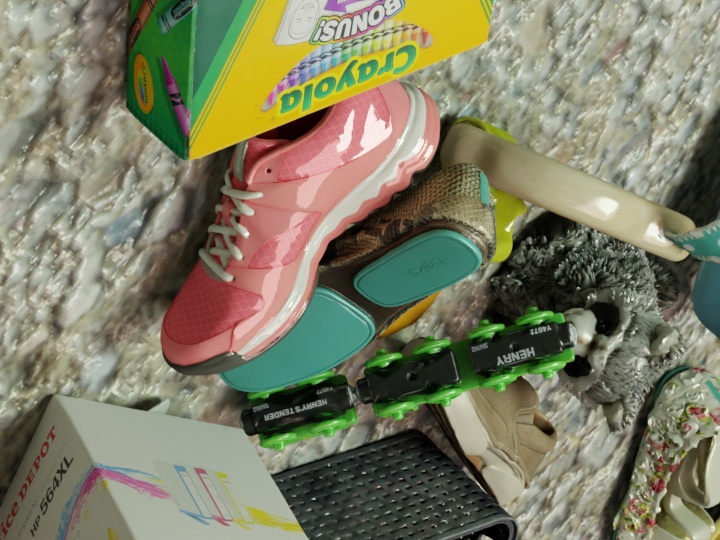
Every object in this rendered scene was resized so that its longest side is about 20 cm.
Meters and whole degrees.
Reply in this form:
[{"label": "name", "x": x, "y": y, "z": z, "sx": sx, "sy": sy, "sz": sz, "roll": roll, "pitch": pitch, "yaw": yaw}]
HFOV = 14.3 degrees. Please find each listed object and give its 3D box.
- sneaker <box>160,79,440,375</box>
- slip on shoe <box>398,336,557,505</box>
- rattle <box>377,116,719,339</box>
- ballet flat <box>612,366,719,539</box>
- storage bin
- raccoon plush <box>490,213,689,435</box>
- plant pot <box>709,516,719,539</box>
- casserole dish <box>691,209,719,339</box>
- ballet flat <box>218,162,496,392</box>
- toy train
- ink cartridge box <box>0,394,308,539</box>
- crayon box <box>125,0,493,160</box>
[{"label": "sneaker", "x": -0.051, "y": -0.037, "z": 1.525, "sx": 0.200, "sy": 0.074, "sz": 0.087, "roll": -50, "pitch": 130, "yaw": 0}, {"label": "slip on shoe", "x": 0.077, "y": 0.083, "z": 1.757, "sx": 0.061, "sy": 0.076, "sz": 0.200, "roll": -38, "pitch": 148, "yaw": -2}, {"label": "rattle", "x": 0.122, "y": 0.003, "z": 1.604, "sx": 0.130, "sy": 0.200, "sz": 0.143, "roll": 111, "pitch": 3, "yaw": -76}, {"label": "ballet flat", "x": 0.221, "y": 0.155, "z": 1.999, "sx": 0.076, "sy": 0.064, "sz": 0.200, "roll": -25, "pitch": 140, "yaw": -31}, {"label": "storage bin", "x": -0.016, "y": 0.195, "z": 1.754, "sx": 0.200, "sy": 0.094, "sz": 0.135, "roll": -14, "pitch": 134, "yaw": -38}, {"label": "raccoon plush", "x": 0.177, "y": 0.029, "z": 1.761, "sx": 0.200, "sy": 0.134, "sz": 0.097, "roll": -11, "pitch": 131, "yaw": -41}, {"label": "plant pot", "x": 0.345, "y": 0.253, "z": 2.125, "sx": 0.194, "sy": 0.195, "sz": 0.200, "roll": -48, "pitch": 167, "yaw": 0}, {"label": "casserole dish", "x": 0.262, "y": -0.042, "z": 1.836, "sx": 0.121, "sy": 0.039, "sz": 0.200, "roll": -21, "pitch": 133, "yaw": -63}, {"label": "ballet flat", "x": 0.000, "y": 0.000, "z": 1.580, "sx": 0.068, "sy": 0.075, "sz": 0.200, "roll": 38, "pitch": 129, "yaw": -27}, {"label": "toy train", "x": 0.029, "y": 0.064, "z": 1.637, "sx": 0.200, "sy": 0.042, "sz": 0.056, "roll": -16, "pitch": 171, "yaw": 9}, {"label": "ink cartridge box", "x": -0.115, "y": 0.167, "z": 1.543, "sx": 0.125, "sy": 0.200, "sz": 0.129, "roll": 13, "pitch": 115, "yaw": -33}, {"label": "crayon box", "x": -0.021, "y": -0.146, "z": 1.441, "sx": 0.200, "sy": 0.058, "sz": 0.119, "roll": -24, "pitch": 139, "yaw": -31}]
